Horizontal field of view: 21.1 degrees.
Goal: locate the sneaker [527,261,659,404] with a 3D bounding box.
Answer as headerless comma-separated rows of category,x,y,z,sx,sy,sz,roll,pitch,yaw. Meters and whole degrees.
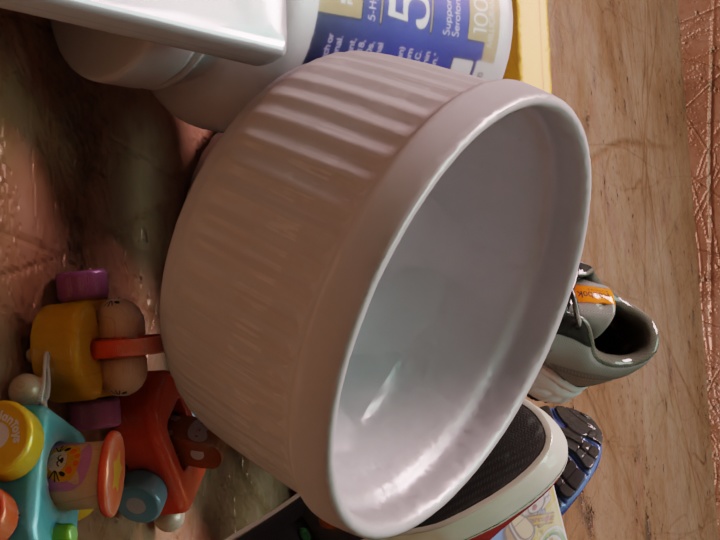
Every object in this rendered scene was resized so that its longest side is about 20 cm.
sneaker,0.079,0.011,1.001,0.200,0.079,0.074,24,61,-42

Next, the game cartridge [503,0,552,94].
game cartridge,0.048,-0.104,1.174,0.032,0.200,0.177,7,74,-32

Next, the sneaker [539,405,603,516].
sneaker,0.075,0.164,1.210,0.075,0.200,0.078,44,-4,23

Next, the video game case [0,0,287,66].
video game case,-0.113,-0.185,0.753,0.199,0.024,0.183,9,73,-39

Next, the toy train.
toy train,-0.100,0.084,0.819,0.200,0.055,0.151,-66,146,-59

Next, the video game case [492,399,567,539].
video game case,0.042,0.196,1.107,0.200,0.023,0.183,-35,126,-27

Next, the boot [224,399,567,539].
boot,0.028,0.152,0.984,0.144,0.199,0.073,56,5,-46

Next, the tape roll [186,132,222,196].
tape roll,0.000,0.000,1.028,0.202,0.071,0.204,23,59,-45

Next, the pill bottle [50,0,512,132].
pill bottle,-0.037,-0.121,0.892,0.199,0.119,0.120,3,81,-44

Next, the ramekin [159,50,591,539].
ramekin,0.004,0.003,0.824,0.200,0.105,0.201,-41,144,-39
